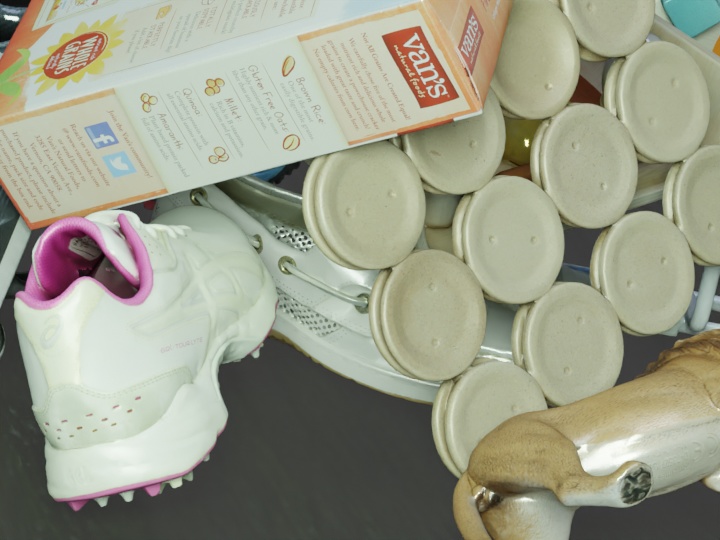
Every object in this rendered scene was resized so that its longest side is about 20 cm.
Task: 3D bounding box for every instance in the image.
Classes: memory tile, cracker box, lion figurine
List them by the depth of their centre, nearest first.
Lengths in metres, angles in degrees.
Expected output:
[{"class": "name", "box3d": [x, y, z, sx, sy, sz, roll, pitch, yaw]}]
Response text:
[{"class": "lion figurine", "box3d": [0.100, 0.068, 0.957, 0.199, 0.073, 0.122, -7, 21, -26]}, {"class": "cracker box", "box3d": [-0.039, -0.096, 0.992, 0.199, 0.058, 0.134, -13, 35, 26]}, {"class": "memory tile", "box3d": [0.072, -0.026, 1.008, 0.200, 0.154, 0.017, -41, 19, -31]}]

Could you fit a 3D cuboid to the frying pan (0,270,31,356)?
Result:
[{"class": "frying pan", "box3d": [-0.161, 0.016, 1.022, 0.189, 0.031, 0.115, -4, 28, -23]}]

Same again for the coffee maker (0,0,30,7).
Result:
[{"class": "coffee maker", "box3d": [-0.222, -0.187, 1.364, 0.199, 0.135, 0.193, -8, 52, -34]}]

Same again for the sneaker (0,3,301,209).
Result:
[{"class": "sneaker", "box3d": [-0.120, -0.088, 1.186, 0.199, 0.096, 0.079, 10, 23, -1]}]

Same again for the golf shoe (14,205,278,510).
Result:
[{"class": "golf shoe", "box3d": [-0.081, 0.007, 0.968, 0.075, 0.092, 0.200, -16, 21, 12]}]

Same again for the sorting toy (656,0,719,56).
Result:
[{"class": "sorting toy", "box3d": [0.146, -0.188, 1.422, 0.199, 0.181, 0.107, 21, 25, 25]}]

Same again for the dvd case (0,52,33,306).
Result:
[{"class": "dvd case", "box3d": [-0.193, -0.041, 0.977, 0.150, 0.025, 0.201, 37, 35, -19]}]

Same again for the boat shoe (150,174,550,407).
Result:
[{"class": "boat shoe", "box3d": [0.000, 0.000, 1.067, 0.199, 0.070, 0.071, 19, 22, 16]}]

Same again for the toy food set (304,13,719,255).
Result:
[{"class": "toy food set", "box3d": [0.052, -0.079, 1.084, 0.199, 0.061, 0.143, -17, 43, -36]}]

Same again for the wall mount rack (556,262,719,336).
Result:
[{"class": "wall mount rack", "box3d": [0.098, -0.028, 1.170, 0.199, 0.075, 0.174, 11, 14, -1]}]
